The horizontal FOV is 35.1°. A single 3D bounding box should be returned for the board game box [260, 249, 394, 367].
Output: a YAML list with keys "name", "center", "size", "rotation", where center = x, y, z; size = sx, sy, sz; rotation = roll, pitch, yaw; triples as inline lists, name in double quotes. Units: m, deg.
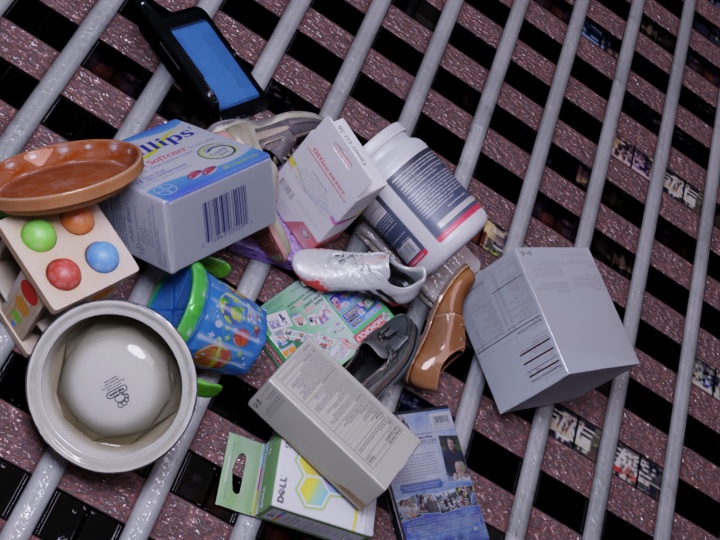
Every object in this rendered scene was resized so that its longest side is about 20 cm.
- name: "board game box"
  center: [-0.054, 0.071, 1.607]
  size: [0.200, 0.029, 0.135]
  rotation: [-36, 86, -41]

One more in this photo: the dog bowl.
- name: "dog bowl"
  center: [-0.287, 0.131, 1.341]
  size: [0.198, 0.074, 0.203]
  rotation: [0, 92, -2]

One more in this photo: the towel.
- name: "towel"
  center: [0.094, -0.032, 1.756]
  size: [0.200, 0.034, 0.133]
  rotation: [43, 49, -3]

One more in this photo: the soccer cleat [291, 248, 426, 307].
- name: "soccer cleat"
  center: [0.000, 0.000, 1.608]
  size: [0.198, 0.085, 0.069]
  rotation: [16, 56, -24]

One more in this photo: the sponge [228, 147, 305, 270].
- name: "sponge"
  center: [-0.129, -0.103, 1.662]
  size: [0.111, 0.030, 0.202]
  rotation: [18, 56, -22]

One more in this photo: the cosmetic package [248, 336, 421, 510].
- name: "cosmetic package"
  center: [-0.032, 0.193, 1.444]
  size: [0.200, 0.071, 0.105]
  rotation: [44, 45, 2]

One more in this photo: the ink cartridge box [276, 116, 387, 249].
- name: "ink cartridge box"
  center: [-0.041, -0.125, 1.579]
  size: [0.067, 0.200, 0.117]
  rotation: [-29, 81, -40]

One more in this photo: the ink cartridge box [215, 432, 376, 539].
- name: "ink cartridge box"
  center: [-0.076, 0.272, 1.455]
  size: [0.198, 0.059, 0.105]
  rotation: [22, 54, -20]

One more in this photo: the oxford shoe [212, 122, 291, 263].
- name: "oxford shoe"
  center: [-0.134, -0.109, 1.569]
  size: [0.074, 0.071, 0.202]
  rotation: [-31, 104, -30]

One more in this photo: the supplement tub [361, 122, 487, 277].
- name: "supplement tub"
  center: [0.077, -0.103, 1.675]
  size: [0.200, 0.140, 0.140]
  rotation: [49, 50, 4]

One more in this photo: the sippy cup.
- name: "sippy cup"
  center: [-0.194, 0.070, 1.463]
  size: [0.130, 0.139, 0.179]
  rotation: [25, 80, -30]

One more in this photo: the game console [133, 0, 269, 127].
- name: "game console"
  center: [-0.229, -0.321, 1.676]
  size: [0.116, 0.176, 0.201]
  rotation: [-35, 83, -12]

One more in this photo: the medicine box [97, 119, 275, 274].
- name: "medicine box"
  center: [-0.243, -0.102, 1.480]
  size: [0.199, 0.104, 0.182]
  rotation: [23, 38, 36]

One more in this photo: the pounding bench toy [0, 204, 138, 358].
- name: "pounding bench toy"
  center: [-0.387, -0.031, 1.377]
  size: [0.124, 0.156, 0.201]
  rotation: [-29, 80, -39]

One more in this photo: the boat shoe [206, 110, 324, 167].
- name: "boat shoe"
  center: [-0.134, -0.179, 1.648]
  size: [0.198, 0.074, 0.074]
  rotation: [-11, 78, -26]

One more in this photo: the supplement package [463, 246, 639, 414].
- name: "supplement package"
  center: [0.276, 0.086, 1.709]
  size: [0.190, 0.147, 0.202]
  rotation: [-1, 63, -44]

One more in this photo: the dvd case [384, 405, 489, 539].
- name: "dvd case"
  center: [0.091, 0.289, 1.576]
  size: [0.141, 0.018, 0.202]
  rotation: [-3, 66, -32]

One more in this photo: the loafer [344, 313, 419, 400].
- name: "loafer"
  center: [0.016, 0.129, 1.565]
  size: [0.201, 0.071, 0.063]
  rotation: [-55, 136, -30]

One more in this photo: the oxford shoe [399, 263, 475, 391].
- name: "oxford shoe"
  center: [0.128, 0.085, 1.650]
  size: [0.071, 0.071, 0.201]
  rotation: [22, 74, 15]

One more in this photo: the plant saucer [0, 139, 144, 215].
- name: "plant saucer"
  center: [-0.356, -0.109, 1.356]
  size: [0.200, 0.199, 0.033]
  rotation: [-31, 123, -39]
